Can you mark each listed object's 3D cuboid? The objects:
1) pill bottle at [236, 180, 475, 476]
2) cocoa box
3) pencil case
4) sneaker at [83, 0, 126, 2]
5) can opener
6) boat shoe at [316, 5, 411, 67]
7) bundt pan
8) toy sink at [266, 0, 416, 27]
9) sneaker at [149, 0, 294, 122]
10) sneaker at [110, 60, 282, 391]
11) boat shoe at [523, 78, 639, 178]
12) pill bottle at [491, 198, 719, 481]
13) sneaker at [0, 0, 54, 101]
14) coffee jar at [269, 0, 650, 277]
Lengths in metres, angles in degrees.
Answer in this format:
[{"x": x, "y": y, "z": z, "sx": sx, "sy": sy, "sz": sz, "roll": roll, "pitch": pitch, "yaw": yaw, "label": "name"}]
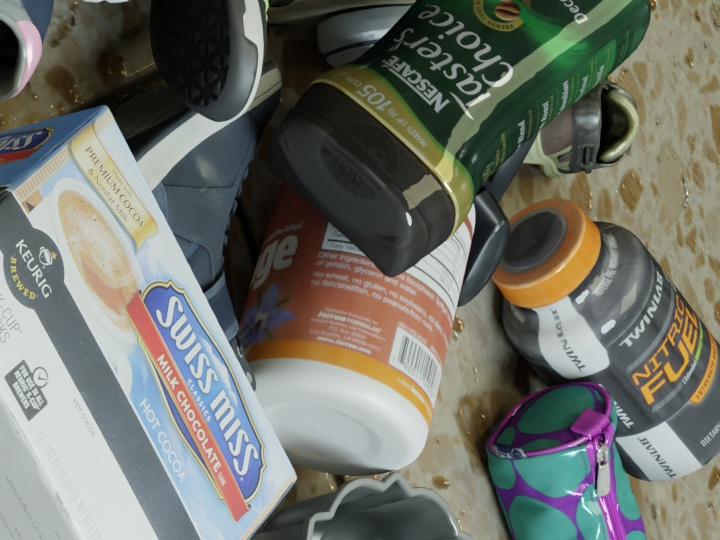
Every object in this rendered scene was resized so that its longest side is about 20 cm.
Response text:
[{"x": 0.000, "y": 0.000, "z": 1.078, "sx": 0.112, "sy": 0.112, "sz": 0.201, "roll": 42, "pitch": 51, "yaw": -39, "label": "pill bottle"}, {"x": -0.144, "y": 0.053, "z": 0.858, "sx": 0.131, "sy": 0.133, "sz": 0.201, "roll": -48, "pitch": 120, "yaw": -46, "label": "cocoa box"}, {"x": 0.144, "y": 0.176, "z": 1.241, "sx": 0.085, "sy": 0.092, "sz": 0.201, "roll": -29, "pitch": 108, "yaw": -27, "label": "pencil case"}, {"x": -0.128, "y": -0.179, "z": 0.877, "sx": 0.200, "sy": 0.082, "sz": 0.075, "roll": 21, "pitch": 46, "yaw": -58, "label": "sneaker"}, {"x": 0.081, "y": -0.074, "z": 1.162, "sx": 0.063, "sy": 0.079, "sz": 0.201, "roll": -23, "pitch": 145, "yaw": -49, "label": "can opener"}, {"x": 0.048, "y": -0.113, "z": 1.195, "sx": 0.199, "sy": 0.073, "sz": 0.067, "roll": 2, "pitch": 78, "yaw": -53, "label": "boat shoe"}, {"x": -0.009, "y": 0.210, "z": 1.049, "sx": 0.201, "sy": 0.075, "sz": 0.203, "roll": 14, "pitch": 72, "yaw": -50, "label": "bundt pan"}, {"x": 0.032, "y": -0.208, "z": 1.151, "sx": 0.199, "sy": 0.130, "sz": 0.113, "roll": -5, "pitch": 86, "yaw": -52, "label": "toy sink"}, {"x": -0.060, "y": -0.151, "z": 1.003, "sx": 0.082, "sy": 0.072, "sz": 0.201, "roll": 16, "pitch": 41, "yaw": -31, "label": "sneaker"}, {"x": -0.084, "y": -0.013, "z": 1.002, "sx": 0.202, "sy": 0.077, "sz": 0.147, "roll": -46, "pitch": 123, "yaw": -51, "label": "sneaker"}, {"x": 0.148, "y": -0.093, "z": 1.290, "sx": 0.201, "sy": 0.066, "sz": 0.072, "roll": -4, "pitch": 101, "yaw": -71, "label": "boat shoe"}, {"x": 0.161, "y": 0.041, "z": 1.284, "sx": 0.200, "sy": 0.106, "sz": 0.107, "roll": 47, "pitch": 48, "yaw": -35, "label": "pill bottle"}, {"x": -0.209, "y": -0.137, "z": 0.867, "sx": 0.200, "sy": 0.070, "sz": 0.083, "roll": 21, "pitch": 62, "yaw": -48, "label": "sneaker"}, {"x": 0.050, "y": -0.094, "z": 1.012, "sx": 0.104, "sy": 0.085, "sz": 0.200, "roll": 41, "pitch": 70, "yaw": 10, "label": "coffee jar"}]
